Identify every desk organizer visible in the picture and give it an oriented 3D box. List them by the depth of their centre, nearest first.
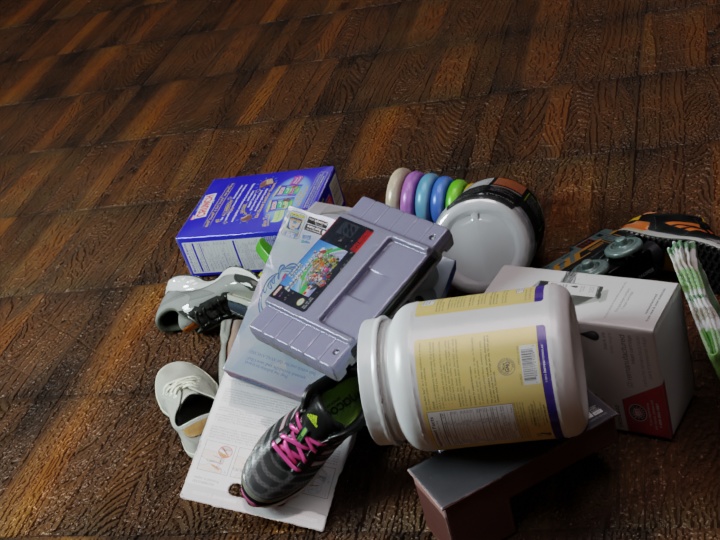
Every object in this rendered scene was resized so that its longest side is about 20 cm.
[{"bbox_3d":[0.155,0.196,1.200,0.199,0.077,0.072,-25,32,-15],"label":"desk organizer"}]

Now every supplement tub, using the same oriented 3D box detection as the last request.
[{"bbox_3d":[0.108,0.095,1.166,0.199,0.146,0.146,-8,32,14],"label":"supplement tub"},{"bbox_3d":[0.162,-0.047,1.508,0.122,0.123,0.200,-6,10,16],"label":"supplement tub"}]

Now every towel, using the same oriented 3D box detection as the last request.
[{"bbox_3d":[0.362,0.074,1.230,0.031,0.149,0.200,-24,29,15],"label":"towel"}]

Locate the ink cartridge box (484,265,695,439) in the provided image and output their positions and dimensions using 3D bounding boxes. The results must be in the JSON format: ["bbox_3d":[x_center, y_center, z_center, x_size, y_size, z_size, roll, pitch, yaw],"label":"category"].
[{"bbox_3d":[0.233,0.083,1.280,0.199,0.147,0.083,6,39,34],"label":"ink cartridge box"}]

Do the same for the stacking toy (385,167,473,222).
[{"bbox_3d":[0.140,-0.092,1.684,0.199,0.086,0.085,6,36,21],"label":"stacking toy"}]

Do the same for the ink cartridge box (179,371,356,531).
[{"bbox_3d":[-0.089,0.185,1.335,0.160,0.050,0.201,11,55,7],"label":"ink cartridge box"}]

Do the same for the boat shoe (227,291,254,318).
[{"bbox_3d":[-0.075,0.071,1.491,0.199,0.062,0.075,14,19,16],"label":"boat shoe"}]

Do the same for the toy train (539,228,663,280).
[{"bbox_3d":[0.258,0.019,1.444,0.200,0.085,0.114,-30,20,-17],"label":"toy train"}]

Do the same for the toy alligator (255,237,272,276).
[{"bbox_3d":[-0.088,0.029,1.613,0.054,0.059,0.200,6,39,-31],"label":"toy alligator"}]

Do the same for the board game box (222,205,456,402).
[{"bbox_3d":[-0.021,0.053,1.342,0.199,0.043,0.200,19,75,11],"label":"board game box"}]

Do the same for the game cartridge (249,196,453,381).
[{"bbox_3d":[-0.011,0.012,1.277,0.129,0.038,0.200,25,64,33],"label":"game cartridge"}]

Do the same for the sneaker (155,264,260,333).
[{"bbox_3d":[-0.189,0.047,1.605,0.200,0.074,0.080,-10,41,40],"label":"sneaker"}]

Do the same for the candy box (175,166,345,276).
[{"bbox_3d":[-0.141,-0.071,1.771,0.199,0.077,0.169,-3,34,19],"label":"candy box"}]

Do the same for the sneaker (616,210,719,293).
[{"bbox_3d":[0.402,-0.034,1.464,0.090,0.070,0.200,-39,36,-29],"label":"sneaker"}]

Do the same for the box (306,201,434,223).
[{"bbox_3d":[0.000,0.000,1.489,0.176,0.097,0.200,11,19,10],"label":"box"}]

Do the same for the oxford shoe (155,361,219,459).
[{"bbox_3d":[-0.203,0.152,1.459,0.075,0.058,0.200,-25,29,-8],"label":"oxford shoe"}]

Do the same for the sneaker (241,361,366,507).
[{"bbox_3d":[-0.048,0.159,1.246,0.200,0.087,0.074,-41,75,-4],"label":"sneaker"}]

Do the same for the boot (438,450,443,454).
[{"bbox_3d":[0.088,0.154,1.323,0.090,0.073,0.200,-19,25,23],"label":"boot"}]

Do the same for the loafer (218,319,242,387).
[{"bbox_3d":[-0.137,0.114,1.482,0.063,0.072,0.200,-9,28,-2],"label":"loafer"}]
